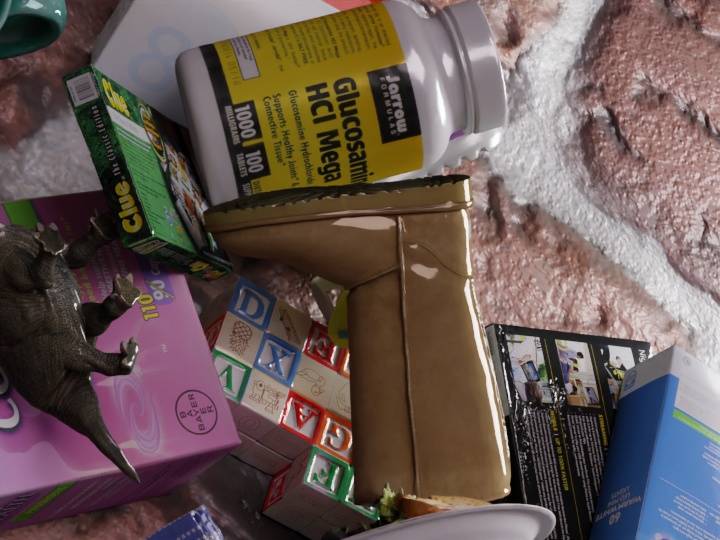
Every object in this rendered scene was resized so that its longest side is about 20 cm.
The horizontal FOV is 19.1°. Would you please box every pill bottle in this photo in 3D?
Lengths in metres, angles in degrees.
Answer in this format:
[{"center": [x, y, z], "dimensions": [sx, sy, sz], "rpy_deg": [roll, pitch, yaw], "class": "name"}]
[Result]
[{"center": [-0.012, -0.110, 1.384], "dimensions": [0.200, 0.112, 0.113], "rpy_deg": [-15, 73, -5], "class": "pill bottle"}]

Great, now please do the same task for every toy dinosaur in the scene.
[{"center": [-0.174, 0.028, 1.190], "dimensions": [0.200, 0.102, 0.077], "rpy_deg": [57, 36, -7], "class": "toy dinosaur"}]

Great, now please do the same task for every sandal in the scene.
[{"center": [-0.001, -0.074, 1.460], "dimensions": [0.202, 0.082, 0.050], "rpy_deg": [-24, 102, -17], "class": "sandal"}]

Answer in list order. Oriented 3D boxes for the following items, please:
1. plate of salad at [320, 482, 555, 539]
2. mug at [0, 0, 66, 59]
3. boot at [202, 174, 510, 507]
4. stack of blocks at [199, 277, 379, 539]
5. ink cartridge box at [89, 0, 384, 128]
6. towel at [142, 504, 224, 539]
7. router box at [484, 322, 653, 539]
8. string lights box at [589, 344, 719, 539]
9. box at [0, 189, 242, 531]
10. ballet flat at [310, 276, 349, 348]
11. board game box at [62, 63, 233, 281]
[{"center": [0.020, 0.171, 1.295], "dimensions": [0.200, 0.200, 0.048], "rpy_deg": [-2, 64, -35], "class": "plate of salad"}, {"center": [-0.292, -0.156, 1.309], "dimensions": [0.185, 0.114, 0.152], "rpy_deg": [38, 50, -13], "class": "mug"}, {"center": [-0.001, 0.048, 1.309], "dimensions": [0.175, 0.066, 0.201], "rpy_deg": [-5, 98, 3], "class": "boot"}, {"center": [-0.024, 0.107, 1.390], "dimensions": [0.200, 0.059, 0.115], "rpy_deg": [31, 52, -17], "class": "stack of blocks"}, {"center": [-0.064, -0.177, 1.425], "dimensions": [0.160, 0.200, 0.047], "rpy_deg": [27, 26, -19], "class": "ink cartridge box"}, {"center": [-0.090, 0.251, 1.229], "dimensions": [0.200, 0.145, 0.024], "rpy_deg": [56, 19, 3], "class": "towel"}, {"center": [0.152, 0.143, 1.496], "dimensions": [0.149, 0.051, 0.200], "rpy_deg": [8, 63, -33], "class": "router box"}, {"center": [0.218, 0.163, 1.459], "dimensions": [0.103, 0.059, 0.200], "rpy_deg": [33, 52, -20], "class": "string lights box"}, {"center": [-0.199, 0.055, 1.274], "dimensions": [0.200, 0.097, 0.176], "rpy_deg": [-9, 72, -36], "class": "box"}, {"center": [0.000, 0.000, 1.431], "dimensions": [0.200, 0.067, 0.067], "rpy_deg": [-96, 176, -66], "class": "ballet flat"}, {"center": [-0.122, -0.053, 1.264], "dimensions": [0.023, 0.200, 0.105], "rpy_deg": [-20, 81, 7], "class": "board game box"}]
